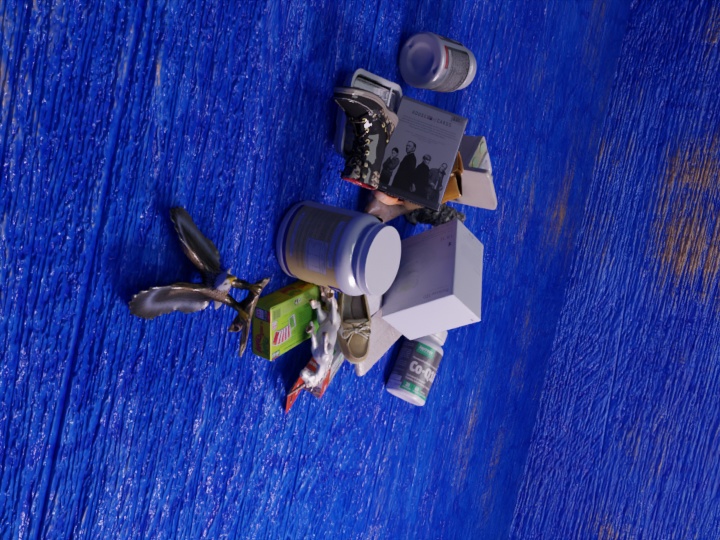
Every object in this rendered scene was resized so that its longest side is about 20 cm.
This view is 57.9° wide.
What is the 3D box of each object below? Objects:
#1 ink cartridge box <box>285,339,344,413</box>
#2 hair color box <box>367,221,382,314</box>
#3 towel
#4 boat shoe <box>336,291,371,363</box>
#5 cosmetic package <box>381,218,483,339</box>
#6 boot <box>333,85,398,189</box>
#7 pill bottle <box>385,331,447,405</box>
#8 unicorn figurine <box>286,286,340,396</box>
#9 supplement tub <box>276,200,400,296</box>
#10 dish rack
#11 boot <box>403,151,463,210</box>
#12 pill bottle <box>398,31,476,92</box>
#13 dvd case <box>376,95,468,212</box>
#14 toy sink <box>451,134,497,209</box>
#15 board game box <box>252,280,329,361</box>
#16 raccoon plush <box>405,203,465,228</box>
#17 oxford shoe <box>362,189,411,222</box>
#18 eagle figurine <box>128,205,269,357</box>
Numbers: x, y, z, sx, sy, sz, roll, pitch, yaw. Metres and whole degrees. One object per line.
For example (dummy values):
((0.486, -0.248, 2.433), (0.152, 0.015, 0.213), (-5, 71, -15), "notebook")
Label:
((-0.079, 0.204, 1.326), (0.202, 0.050, 0.110), (-56, 170, -30), "ink cartridge box")
((0.000, 0.000, 1.401), (0.098, 0.059, 0.205), (-31, 129, -50), "hair color box")
((0.042, 0.140, 1.514), (0.200, 0.034, 0.135), (-42, 135, -42), "towel")
((-0.013, 0.079, 1.288), (0.063, 0.071, 0.207), (132, -42, -74), "boat shoe")
((0.164, 0.023, 1.473), (0.122, 0.196, 0.204), (36, 48, -37), "cosmetic package")
((-0.001, -0.244, 1.209), (0.199, 0.072, 0.155), (14, 90, -64), "boot")
((0.150, 0.238, 1.703), (0.113, 0.111, 0.204), (45, 63, -56), "pill bottle")
((-0.074, 0.130, 1.220), (0.139, 0.072, 0.202), (81, 31, -52), "unicorn figurine")
((-0.039, -0.039, 1.180), (0.145, 0.196, 0.149), (-30, 128, -49), "supplement tub")
((0.011, -0.302, 1.307), (0.198, 0.043, 0.176), (-3, 106, -59), "dish rack")
((0.146, -0.240, 1.406), (0.070, 0.141, 0.207), (-2, 78, -63), "boot")
((0.178, -0.459, 1.449), (0.198, 0.112, 0.117), (-15, 116, -56), "pill bottle")
((0.123, -0.241, 1.343), (0.025, 0.147, 0.205), (97, 12, -84), "dvd case")
((0.250, -0.248, 1.577), (0.113, 0.196, 0.131), (-59, 145, -23), "toy sink")
((-0.124, 0.082, 1.240), (0.199, 0.047, 0.104), (-26, 125, -52), "board game box")
((0.173, -0.164, 1.546), (0.098, 0.132, 0.201), (-58, 146, -24), "raccoon plush")
((0.060, -0.145, 1.453), (0.073, 0.071, 0.199), (-52, 157, 16), "oxford shoe")
((-0.237, 0.013, 0.978), (0.197, 0.151, 0.154), (26, 35, -30), "eagle figurine")
